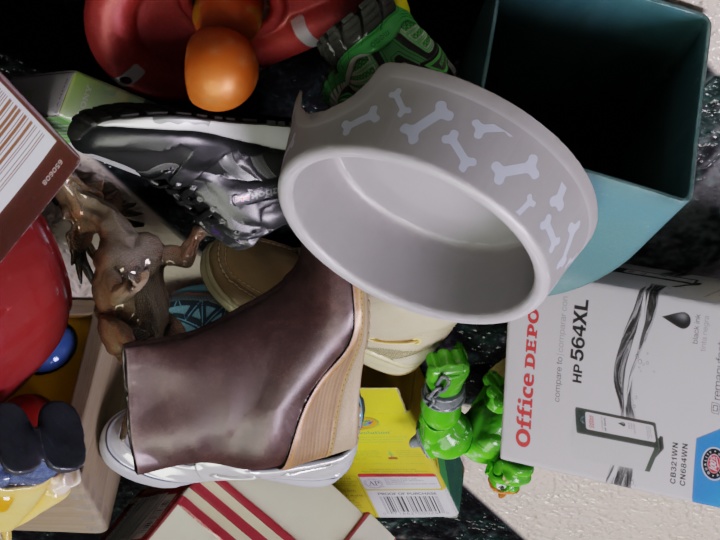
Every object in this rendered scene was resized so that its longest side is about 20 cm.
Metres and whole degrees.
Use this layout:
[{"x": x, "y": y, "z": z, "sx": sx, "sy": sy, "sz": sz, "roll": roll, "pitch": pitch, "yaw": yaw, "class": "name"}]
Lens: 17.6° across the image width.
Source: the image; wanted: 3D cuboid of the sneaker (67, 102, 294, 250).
[{"x": -0.090, "y": -0.056, "z": 1.468, "sx": 0.200, "sy": 0.088, "sz": 0.076, "roll": 4, "pitch": -174, "yaw": -28, "class": "sneaker"}]

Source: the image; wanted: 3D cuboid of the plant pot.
[{"x": 0.120, "y": -0.075, "z": 1.504, "sx": 0.141, "sy": 0.142, "sz": 0.200, "roll": 15, "pitch": 150, "yaw": -8, "class": "plant pot"}]

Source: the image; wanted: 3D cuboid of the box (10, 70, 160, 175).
[{"x": -0.132, "y": -0.083, "z": 1.568, "sx": 0.200, "sy": 0.036, "sz": 0.144, "roll": 20, "pitch": 174, "yaw": -25, "class": "box"}]

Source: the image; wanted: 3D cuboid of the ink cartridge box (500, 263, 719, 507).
[{"x": 0.204, "y": 0.077, "z": 1.634, "sx": 0.200, "sy": 0.146, "sz": 0.084, "roll": 9, "pitch": -167, "yaw": 30, "class": "ink cartridge box"}]

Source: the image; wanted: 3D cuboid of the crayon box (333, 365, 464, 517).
[{"x": 0.001, "y": 0.132, "z": 1.898, "sx": 0.127, "sy": 0.051, "sz": 0.200, "roll": -2, "pitch": 145, "yaw": 17, "class": "crayon box"}]

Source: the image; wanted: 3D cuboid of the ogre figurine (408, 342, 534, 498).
[{"x": 0.126, "y": 0.109, "z": 1.800, "sx": 0.200, "sy": 0.098, "sz": 0.120, "roll": -13, "pitch": 152, "yaw": -36, "class": "ogre figurine"}]

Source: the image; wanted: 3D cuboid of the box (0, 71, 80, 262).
[{"x": -0.326, "y": -0.080, "z": 1.506, "sx": 0.200, "sy": 0.164, "sz": 0.166, "roll": 21, "pitch": 160, "yaw": 47, "class": "box"}]

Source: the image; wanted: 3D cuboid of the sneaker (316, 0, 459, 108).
[{"x": 0.023, "y": -0.110, "z": 1.462, "sx": 0.078, "sy": 0.085, "sz": 0.200, "roll": -37, "pitch": 172, "yaw": 2, "class": "sneaker"}]

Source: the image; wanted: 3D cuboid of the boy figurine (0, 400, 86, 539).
[{"x": -0.273, "y": 0.165, "z": 1.705, "sx": 0.124, "sy": 0.065, "sz": 0.200, "roll": 1, "pitch": 147, "yaw": -31, "class": "boy figurine"}]

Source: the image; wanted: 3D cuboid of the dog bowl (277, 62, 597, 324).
[{"x": 0.040, "y": -0.040, "z": 1.399, "sx": 0.200, "sy": 0.059, "sz": 0.200, "roll": 20, "pitch": 151, "yaw": 11, "class": "dog bowl"}]

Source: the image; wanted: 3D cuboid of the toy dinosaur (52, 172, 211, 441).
[{"x": -0.170, "y": 0.018, "z": 1.689, "sx": 0.086, "sy": 0.201, "sz": 0.135, "roll": -6, "pitch": -174, "yaw": -38, "class": "toy dinosaur"}]

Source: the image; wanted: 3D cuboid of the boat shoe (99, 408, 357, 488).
[{"x": -0.100, "y": 0.128, "z": 1.796, "sx": 0.199, "sy": 0.074, "sz": 0.065, "roll": 0, "pitch": 161, "yaw": -12, "class": "boat shoe"}]

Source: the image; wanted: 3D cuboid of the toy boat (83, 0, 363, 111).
[{"x": -0.084, "y": -0.154, "z": 1.438, "sx": 0.200, "sy": 0.131, "sz": 0.130, "roll": -20, "pitch": 136, "yaw": 35, "class": "toy boat"}]

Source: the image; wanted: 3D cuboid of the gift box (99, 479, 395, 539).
[{"x": -0.094, "y": 0.243, "z": 1.886, "sx": 0.187, "sy": 0.185, "sz": 0.200, "roll": 44, "pitch": 163, "yaw": -12, "class": "gift box"}]

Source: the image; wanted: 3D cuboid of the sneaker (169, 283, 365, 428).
[{"x": -0.095, "y": 0.074, "z": 1.748, "sx": 0.200, "sy": 0.095, "sz": 0.079, "roll": 27, "pitch": 121, "yaw": 30, "class": "sneaker"}]

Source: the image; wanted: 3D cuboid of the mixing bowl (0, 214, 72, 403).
[{"x": -0.280, "y": 0.006, "z": 1.698, "sx": 0.108, "sy": 0.200, "sz": 0.200, "roll": -24, "pitch": 152, "yaw": -22, "class": "mixing bowl"}]

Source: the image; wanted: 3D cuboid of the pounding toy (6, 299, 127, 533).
[{"x": -0.298, "y": 0.113, "z": 1.826, "sx": 0.199, "sy": 0.184, "sz": 0.142, "roll": 1, "pitch": 144, "yaw": 13, "class": "pounding toy"}]

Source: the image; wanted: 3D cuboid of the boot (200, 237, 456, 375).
[{"x": 0.000, "y": 0.000, "z": 1.689, "sx": 0.200, "sy": 0.073, "sz": 0.155, "roll": 25, "pitch": 143, "yaw": -23, "class": "boot"}]

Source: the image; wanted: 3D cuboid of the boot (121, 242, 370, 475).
[{"x": -0.081, "y": 0.048, "z": 1.609, "sx": 0.166, "sy": 0.072, "sz": 0.201, "roll": -3, "pitch": 109, "yaw": -13, "class": "boot"}]
